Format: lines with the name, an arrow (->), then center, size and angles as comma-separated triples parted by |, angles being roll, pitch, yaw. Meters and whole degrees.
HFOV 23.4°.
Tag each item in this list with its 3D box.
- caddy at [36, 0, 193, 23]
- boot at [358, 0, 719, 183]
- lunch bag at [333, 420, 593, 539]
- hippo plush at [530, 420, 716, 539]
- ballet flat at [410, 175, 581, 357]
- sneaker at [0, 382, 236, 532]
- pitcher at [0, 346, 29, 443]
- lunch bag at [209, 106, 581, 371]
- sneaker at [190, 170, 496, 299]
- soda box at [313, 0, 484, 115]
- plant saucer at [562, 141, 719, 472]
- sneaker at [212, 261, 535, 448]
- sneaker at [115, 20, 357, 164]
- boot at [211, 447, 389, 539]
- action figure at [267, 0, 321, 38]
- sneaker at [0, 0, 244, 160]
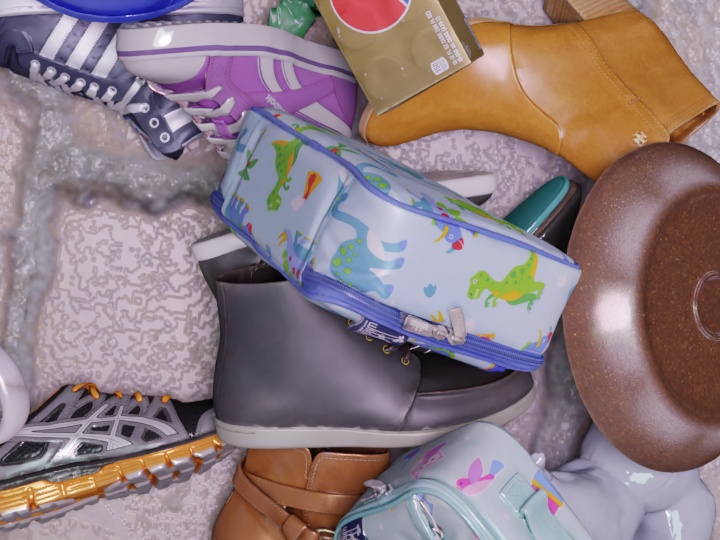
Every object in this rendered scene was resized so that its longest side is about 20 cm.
caddy -> -0.171, -0.229, 1.041 | 0.199, 0.105, 0.142 | 30, 57, 15
boot -> 0.115, -0.097, 1.093 | 0.201, 0.071, 0.144 | -32, 68, -10
lunch bag -> 0.080, 0.186, 0.994 | 0.077, 0.160, 0.200 | -41, 93, -30
hippo plush -> 0.139, 0.150, 1.115 | 0.161, 0.159, 0.201 | -39, 114, -33
ballet flat -> 0.077, 0.024, 1.124 | 0.200, 0.068, 0.068 | -39, 106, 7
sneaker -> -0.161, 0.105, 1.095 | 0.199, 0.078, 0.078 | -13, 73, -13
pitcher -> -0.289, 0.025, 1.038 | 0.171, 0.121, 0.201 | -17, 99, 30
lunch bag -> 0.019, -0.017, 0.965 | 0.160, 0.200, 0.083 | 18, 100, -33
sneaker -> 0.000, 0.000, 1.112 | 0.199, 0.071, 0.100 | -17, 97, -1
soda box -> -0.005, -0.197, 1.025 | 0.067, 0.064, 0.201 | -28, 94, 16
plant saucer -> 0.202, 0.022, 1.045 | 0.200, 0.037, 0.202 | 2, 88, -40
sneaker -> 0.009, 0.046, 1.049 | 0.199, 0.075, 0.107 | -4, 105, -8
sneaker -> -0.068, -0.086, 1.040 | 0.200, 0.072, 0.115 | 7, 87, -51
boot -> 0.003, 0.183, 1.103 | 0.199, 0.077, 0.156 | 16, 104, 10
action figure -> 0.018, -0.217, 1.094 | 0.200, 0.118, 0.055 | -41, 108, 6
sneaker -> -0.167, -0.120, 1.084 | 0.199, 0.070, 0.109 | -6, 91, -9
